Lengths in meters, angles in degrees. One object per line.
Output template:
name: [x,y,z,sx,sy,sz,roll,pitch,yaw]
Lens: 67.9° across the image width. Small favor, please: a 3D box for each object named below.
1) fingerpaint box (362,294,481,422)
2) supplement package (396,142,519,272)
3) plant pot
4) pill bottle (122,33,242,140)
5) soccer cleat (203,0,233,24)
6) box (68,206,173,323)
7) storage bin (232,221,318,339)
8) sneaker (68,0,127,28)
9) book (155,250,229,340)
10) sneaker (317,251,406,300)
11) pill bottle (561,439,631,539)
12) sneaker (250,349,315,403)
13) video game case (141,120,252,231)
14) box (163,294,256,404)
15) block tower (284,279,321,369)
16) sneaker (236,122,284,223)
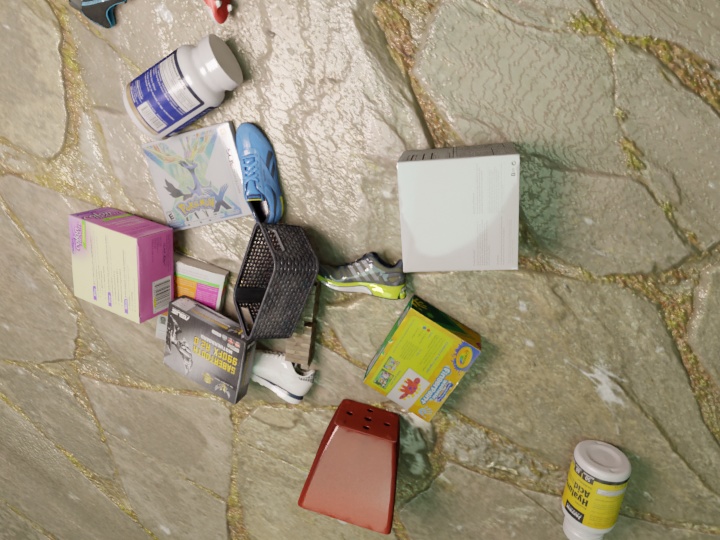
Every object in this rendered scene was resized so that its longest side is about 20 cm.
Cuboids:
fingerpaint box: [0.125,0.181,1.095,0.165,0.074,0.202,30,112,0]
supplement package: [0.172,-0.113,0.942,0.195,0.147,0.195,-1,110,11]
plant pot: [-0.004,0.396,1.140,0.196,0.200,0.180,15,101,4]
pill bottle: [-0.319,-0.332,0.970,0.197,0.116,0.117,-25,104,17]
soccer cleat: [-0.277,-0.530,0.923,0.083,0.069,0.204,-5,106,21]
box: [-0.487,-0.015,1.096,0.196,0.096,0.180,16,113,23]
storage bin: [-0.168,0.023,1.032,0.092,0.136,0.202,1,130,-32]
sneaker: [-0.437,-0.532,0.955,0.081,0.074,0.200,36,118,-22]
book: [-0.368,0.076,1.164,0.131,0.048,0.203,18,113,1]
sneaker: [0.000,0.000,1.063,0.195,0.074,0.083,9,102,1]
pill bottle: [0.483,0.469,1.113,0.109,0.112,0.204,7,110,8]
sneaker: [-0.195,0.208,1.173,0.198,0.076,0.081,30,99,-5]
video game case: [-0.323,-0.184,1.074,0.196,0.022,0.186,-10,107,14]
box: [-0.319,0.165,1.121,0.197,0.048,0.161,25,117,16]
block tower: [-0.121,0.103,1.123,0.056,0.054,0.204,9,110,8]
sneaker: [-0.198,-0.180,1.024,0.065,0.079,0.204,-8,106,15]
